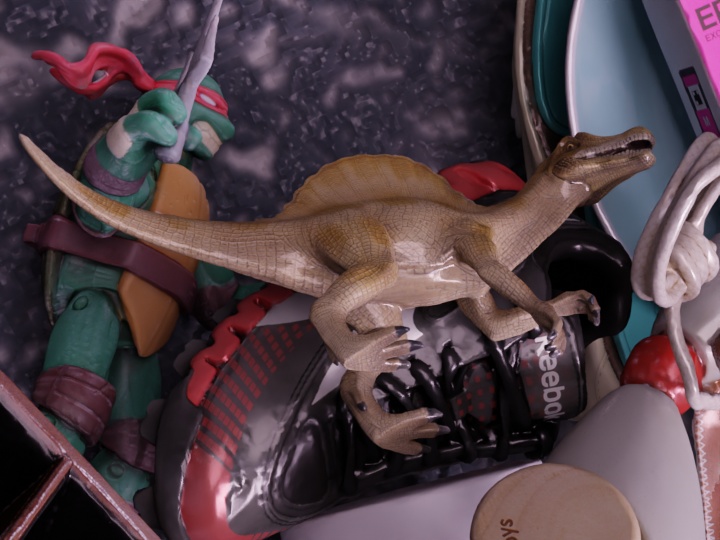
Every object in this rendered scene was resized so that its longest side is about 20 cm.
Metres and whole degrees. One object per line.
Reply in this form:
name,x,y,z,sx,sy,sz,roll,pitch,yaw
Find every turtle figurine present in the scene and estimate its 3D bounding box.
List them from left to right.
turtle figurine,-0.065,0.002,0.751,0.149,0.100,0.202,32,71,-50

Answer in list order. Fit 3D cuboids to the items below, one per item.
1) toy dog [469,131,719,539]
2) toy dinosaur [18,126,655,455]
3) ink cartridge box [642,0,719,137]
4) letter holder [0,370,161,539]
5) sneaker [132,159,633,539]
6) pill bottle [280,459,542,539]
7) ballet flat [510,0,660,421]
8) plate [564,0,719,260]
toy dog,0.105,0.070,0.676,0.096,0.132,0.201,27,76,18
toy dinosaur,0.000,0.000,0.671,0.198,0.058,0.102,-5,48,-16
ink cartridge box,0.164,-0.061,0.772,0.094,0.037,0.201,-24,92,-12
letter holder,-0.164,0.136,0.623,0.200,0.142,0.101,-42,97,15
sneaker,0.017,0.032,0.714,0.200,0.097,0.071,-35,132,-37
pill bottle,0.041,0.172,0.750,0.113,0.114,0.202,-12,85,-21
ballet flat,0.083,-0.039,0.827,0.069,0.069,0.202,1,76,-19
plate,0.164,-0.065,0.802,0.198,0.026,0.202,1,87,-15
